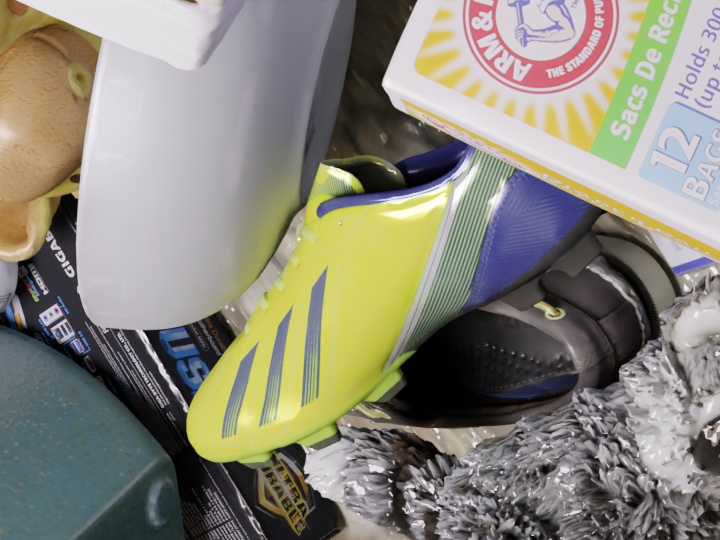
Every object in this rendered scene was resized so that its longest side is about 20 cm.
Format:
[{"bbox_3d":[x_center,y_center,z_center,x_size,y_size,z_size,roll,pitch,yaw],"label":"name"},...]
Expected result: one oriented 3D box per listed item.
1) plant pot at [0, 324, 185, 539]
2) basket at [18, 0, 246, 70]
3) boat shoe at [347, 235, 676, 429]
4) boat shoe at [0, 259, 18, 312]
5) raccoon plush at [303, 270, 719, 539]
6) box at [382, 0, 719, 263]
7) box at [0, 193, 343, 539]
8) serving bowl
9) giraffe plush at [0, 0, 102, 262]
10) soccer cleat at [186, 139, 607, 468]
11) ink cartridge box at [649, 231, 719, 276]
[{"bbox_3d":[-0.181,0.137,1.107,0.199,0.196,0.197,7,117,27],"label":"plant pot"},{"bbox_3d":[-0.063,-0.187,0.832,0.135,0.200,0.124,24,141,0],"label":"basket"},{"bbox_3d":[0.024,0.026,1.023,0.201,0.061,0.072,-8,108,42],"label":"boat shoe"},{"bbox_3d":[-0.209,-0.065,1.133,0.070,0.066,0.201,-35,68,42],"label":"boat shoe"},{"bbox_3d":[0.068,0.048,0.908,0.200,0.097,0.134,22,99,28],"label":"raccoon plush"},{"bbox_3d":[0.096,-0.111,0.696,0.112,0.101,0.201,24,92,3],"label":"box"},{"bbox_3d":[-0.129,0.069,1.186,0.198,0.050,0.200,-31,91,46],"label":"box"},{"bbox_3d":[-0.042,-0.071,0.953,0.066,0.200,0.201,13,124,5],"label":"serving bowl"},{"bbox_3d":[-0.155,-0.087,1.048,0.162,0.200,0.172,47,130,-9],"label":"giraffe plush"},{"bbox_3d":[0.000,-0.001,0.944,0.200,0.065,0.084,-36,108,32],"label":"soccer cleat"},{"bbox_3d":[0.070,-0.094,0.849,0.200,0.047,0.198,53,179,1],"label":"ink cartridge box"}]
